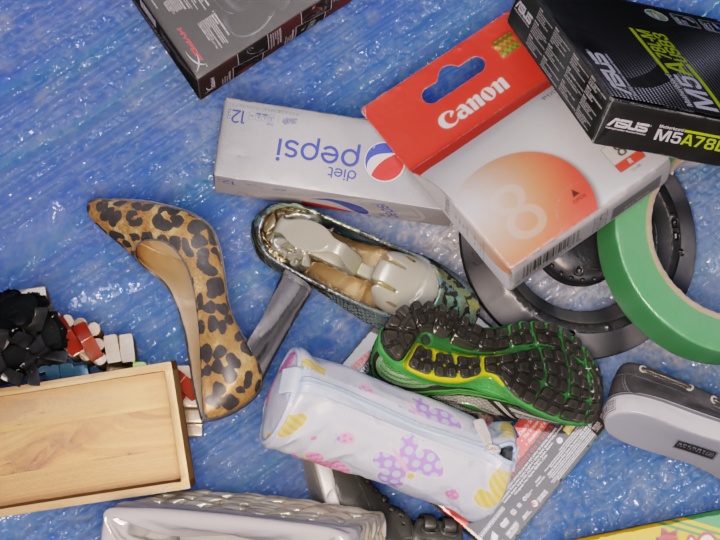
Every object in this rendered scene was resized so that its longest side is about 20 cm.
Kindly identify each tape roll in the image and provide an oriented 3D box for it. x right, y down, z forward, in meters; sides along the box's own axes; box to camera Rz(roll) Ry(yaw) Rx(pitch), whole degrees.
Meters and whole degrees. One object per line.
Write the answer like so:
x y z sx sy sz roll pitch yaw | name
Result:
0.293 -0.026 1.771 0.200 0.048 0.201 3 76 -12 | tape roll

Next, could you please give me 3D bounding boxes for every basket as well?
-0.084 0.241 1.668 0.200 0.123 0.136 4 97 17 | basket

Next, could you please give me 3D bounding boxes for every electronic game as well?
0.178 -0.026 1.796 0.200 0.042 0.200 2 79 -10 | electronic game

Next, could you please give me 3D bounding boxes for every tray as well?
-0.235 0.134 1.703 0.200 0.037 0.099 -9 89 4 | tray

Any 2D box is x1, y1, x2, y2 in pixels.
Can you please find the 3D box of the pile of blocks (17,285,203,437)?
-0.212 0.077 1.755 0.200 0.062 0.082 25 81 2 | pile of blocks

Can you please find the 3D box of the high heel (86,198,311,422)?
-0.155 0.027 1.740 0.200 0.071 0.143 26 63 7 | high heel

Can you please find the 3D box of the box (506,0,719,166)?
0.235 -0.151 1.723 0.193 0.200 0.048 11 120 -25 | box

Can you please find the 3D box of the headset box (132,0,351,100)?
-0.091 -0.260 1.806 0.200 0.075 0.149 -35 84 -7 | headset box

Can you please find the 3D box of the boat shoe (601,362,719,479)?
0.290 0.126 1.768 0.200 0.070 0.066 18 55 -6 | boat shoe

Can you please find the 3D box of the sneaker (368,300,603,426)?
0.101 0.079 1.745 0.200 0.085 0.078 17 62 -14 | sneaker

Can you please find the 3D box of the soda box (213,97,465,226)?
-0.018 -0.087 1.787 0.200 0.063 0.068 8 79 -1 | soda box

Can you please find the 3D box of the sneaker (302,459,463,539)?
0.022 0.196 1.746 0.099 0.071 0.200 -21 86 -10 | sneaker

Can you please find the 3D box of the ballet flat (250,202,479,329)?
0.000 0.000 1.759 0.200 0.074 0.074 20 81 9 | ballet flat

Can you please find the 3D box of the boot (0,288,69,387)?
-0.332 0.065 1.678 0.162 0.198 0.074 -34 120 -39 | boot

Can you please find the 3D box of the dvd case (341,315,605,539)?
0.080 0.116 1.781 0.200 0.022 0.146 39 82 3 | dvd case

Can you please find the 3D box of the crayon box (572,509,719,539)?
0.234 0.265 1.741 0.200 0.051 0.127 -12 82 -4 | crayon box

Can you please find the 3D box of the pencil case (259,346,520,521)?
0.022 0.127 1.688 0.200 0.091 0.083 20 78 -11 | pencil case

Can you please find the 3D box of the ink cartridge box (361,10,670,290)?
0.122 -0.107 1.730 0.162 0.050 0.200 -34 72 -13 | ink cartridge box
